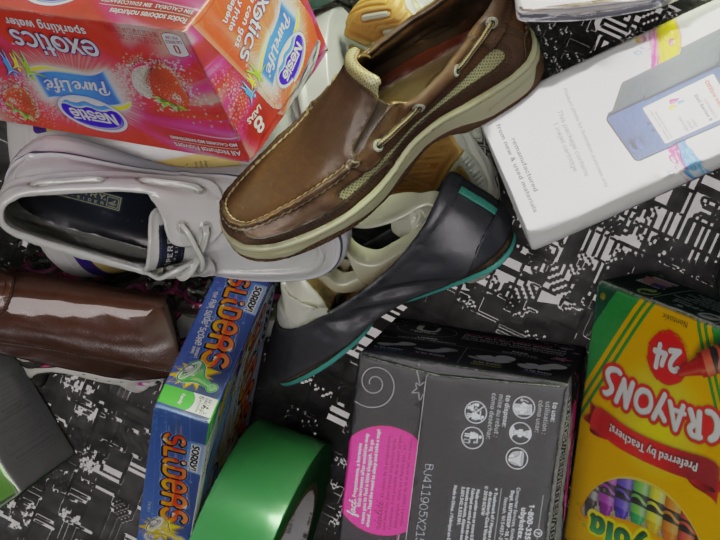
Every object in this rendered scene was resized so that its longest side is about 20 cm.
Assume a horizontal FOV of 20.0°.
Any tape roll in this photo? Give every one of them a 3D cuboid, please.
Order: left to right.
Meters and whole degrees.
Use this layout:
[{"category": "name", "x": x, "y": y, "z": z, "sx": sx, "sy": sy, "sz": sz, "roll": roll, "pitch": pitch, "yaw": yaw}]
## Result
[{"category": "tape roll", "x": -0.074, "y": 0.192, "z": 1.244, "sx": 0.048, "sy": 0.200, "sz": 0.202, "roll": 18, "pitch": 103, "yaw": 8}]

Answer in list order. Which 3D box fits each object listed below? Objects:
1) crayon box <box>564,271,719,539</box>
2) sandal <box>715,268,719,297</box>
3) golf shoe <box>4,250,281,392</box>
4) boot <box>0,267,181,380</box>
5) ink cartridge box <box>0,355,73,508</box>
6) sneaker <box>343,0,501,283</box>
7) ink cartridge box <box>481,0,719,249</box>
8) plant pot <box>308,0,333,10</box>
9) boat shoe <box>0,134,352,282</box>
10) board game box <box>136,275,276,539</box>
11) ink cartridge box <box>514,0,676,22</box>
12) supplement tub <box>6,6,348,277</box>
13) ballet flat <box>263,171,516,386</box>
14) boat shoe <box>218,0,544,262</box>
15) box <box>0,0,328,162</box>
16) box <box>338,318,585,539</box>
[{"category": "crayon box", "x": 0.188, "y": 0.115, "z": 1.212, "sx": 0.127, "sy": 0.051, "sz": 0.202, "roll": 22, "pitch": 113, "yaw": 46}, {"category": "sandal", "x": 0.240, "y": -0.035, "z": 1.160, "sx": 0.075, "sy": 0.201, "sz": 0.048, "roll": -10, "pitch": 65, "yaw": 0}, {"category": "golf shoe", "x": -0.131, "y": 0.032, "z": 1.306, "sx": 0.198, "sy": 0.073, "sz": 0.093, "roll": -1, "pitch": 124, "yaw": 13}, {"category": "boot", "x": -0.191, "y": 0.009, "z": 1.181, "sx": 0.198, "sy": 0.187, "sz": 0.065, "roll": 14, "pitch": 69, "yaw": -1}, {"category": "ink cartridge box", "x": -0.272, "y": 0.059, "z": 1.316, "sx": 0.059, "sy": 0.104, "sz": 0.201, "roll": -30, "pitch": 92, "yaw": 15}, {"category": "sneaker", "x": 0.057, "y": -0.090, "z": 1.236, "sx": 0.075, "sy": 0.088, "sz": 0.201, "roll": 5, "pitch": 124, "yaw": 32}, {"category": "ink cartridge box", "x": 0.181, "y": -0.096, "z": 1.168, "sx": 0.199, "sy": 0.145, "sz": 0.088, "roll": -23, "pitch": 92, "yaw": 16}, {"category": "plant pot", "x": -0.064, "y": -0.227, "z": 1.189, "sx": 0.199, "sy": 0.201, "sz": 0.135, "roll": 2, "pitch": 117, "yaw": 12}, {"category": "boat shoe", "x": -0.106, "y": -0.021, "z": 1.146, "sx": 0.198, "sy": 0.066, "sz": 0.074, "roll": 8, "pitch": 123, "yaw": 3}, {"category": "board game box", "x": -0.095, "y": 0.103, "z": 1.224, "sx": 0.034, "sy": 0.136, "sz": 0.201, "roll": 17, "pitch": 136, "yaw": 4}, {"category": "ink cartridge box", "x": 0.132, "y": -0.215, "z": 1.131, "sx": 0.084, "sy": 0.200, "sz": 0.147, "roll": -5, "pitch": 98, "yaw": 12}, {"category": "supplement tub", "x": -0.096, "y": -0.080, "z": 1.233, "sx": 0.198, "sy": 0.145, "sz": 0.147, "roll": -9, "pitch": 97, "yaw": 14}, {"category": "ballet flat", "x": 0.000, "y": 0.000, "z": 1.201, "sx": 0.199, "sy": 0.073, "sz": 0.073, "roll": -30, "pitch": 92, "yaw": 34}, {"category": "boat shoe", "x": 0.002, "y": -0.088, "z": 1.095, "sx": 0.202, "sy": 0.075, "sz": 0.075, "roll": -38, "pitch": 49, "yaw": -8}, {"category": "box", "x": -0.132, "y": -0.137, "z": 1.122, "sx": 0.199, "sy": 0.096, "sz": 0.100, "roll": 12, "pitch": 145, "yaw": 32}, {"category": "box", "x": 0.061, "y": 0.143, "z": 1.251, "sx": 0.131, "sy": 0.115, "sz": 0.202, "roll": 8, "pitch": 102, "yaw": 10}]
